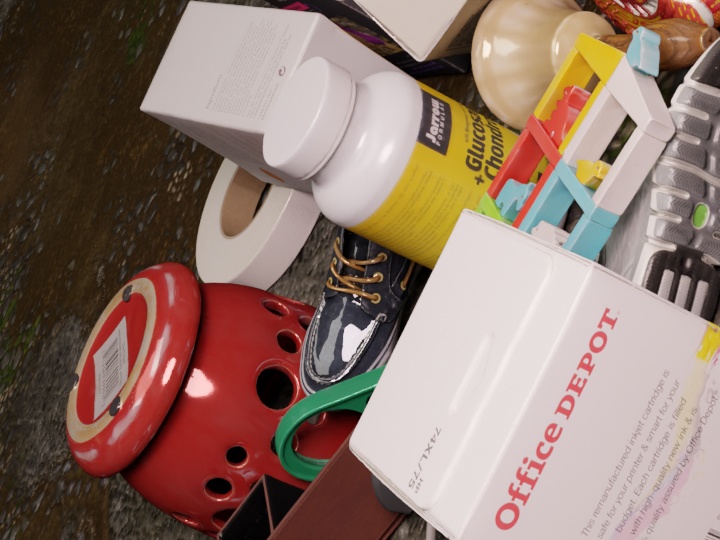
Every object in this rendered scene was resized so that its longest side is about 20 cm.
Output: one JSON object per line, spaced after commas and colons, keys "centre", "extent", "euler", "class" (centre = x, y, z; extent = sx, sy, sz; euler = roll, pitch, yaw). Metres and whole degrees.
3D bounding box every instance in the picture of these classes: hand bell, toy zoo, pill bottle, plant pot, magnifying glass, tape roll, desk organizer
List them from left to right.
{"centre": [-0.118, 0.099, 1.400], "extent": [0.200, 0.182, 0.201], "euler": [-41, 34, 36], "class": "plant pot"}
{"centre": [-0.088, -0.072, 1.661], "extent": [0.203, 0.037, 0.204], "euler": [-45, 32, 38], "class": "tape roll"}
{"centre": [-0.018, 0.158, 1.271], "extent": [0.200, 0.077, 0.072], "euler": [-53, 28, 24], "class": "desk organizer"}
{"centre": [0.018, 0.085, 1.286], "extent": [0.200, 0.079, 0.022], "euler": [-41, 39, 22], "class": "magnifying glass"}
{"centre": [0.037, -0.068, 1.222], "extent": [0.112, 0.199, 0.112], "euler": [-43, 33, 38], "class": "pill bottle"}
{"centre": [0.127, -0.060, 1.088], "extent": [0.201, 0.020, 0.131], "euler": [-60, 25, 20], "class": "toy zoo"}
{"centre": [0.167, -0.144, 1.157], "extent": [0.200, 0.104, 0.105], "euler": [6, 73, 62], "class": "hand bell"}

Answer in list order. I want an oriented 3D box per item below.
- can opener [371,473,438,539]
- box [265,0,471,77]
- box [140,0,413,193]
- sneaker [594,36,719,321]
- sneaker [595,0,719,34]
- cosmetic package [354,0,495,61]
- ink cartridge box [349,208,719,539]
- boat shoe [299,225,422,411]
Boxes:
{"centre": [0.044, 0.096, 1.150], "extent": [0.053, 0.066, 0.201], "euler": [-77, -6, -52], "class": "can opener"}
{"centre": [0.006, -0.254, 1.448], "extent": [0.106, 0.199, 0.123], "euler": [6, 73, 63], "class": "box"}
{"centre": [-0.059, -0.139, 1.483], "extent": [0.200, 0.152, 0.107], "euler": [17, 80, 51], "class": "box"}
{"centre": [0.181, -0.053, 1.082], "extent": [0.115, 0.075, 0.201], "euler": [9, 77, 66], "class": "sneaker"}
{"centre": [0.202, -0.201, 1.201], "extent": [0.077, 0.073, 0.200], "euler": [-44, 30, -5], "class": "sneaker"}
{"centre": [0.085, -0.217, 1.282], "extent": [0.105, 0.071, 0.200], "euler": [-52, -14, 22], "class": "cosmetic package"}
{"centre": [0.128, 0.083, 0.913], "extent": [0.147, 0.199, 0.146], "euler": [-63, 25, 2], "class": "ink cartridge box"}
{"centre": [0.000, 0.000, 1.317], "extent": [0.070, 0.091, 0.201], "euler": [16, 69, 24], "class": "boat shoe"}
